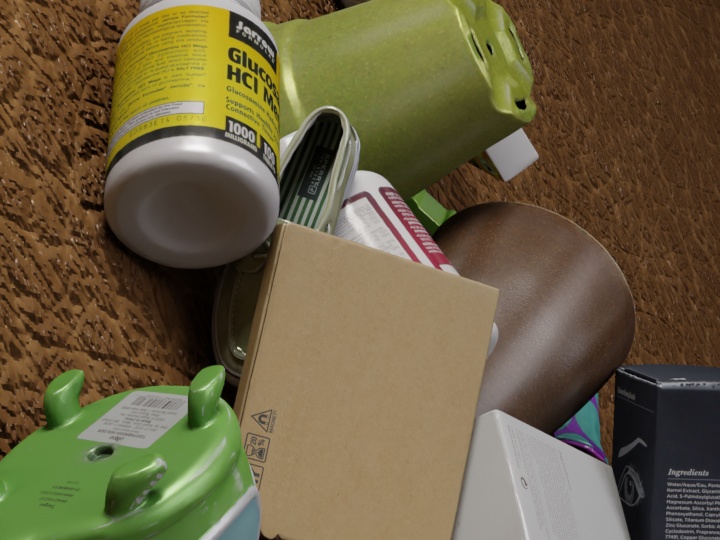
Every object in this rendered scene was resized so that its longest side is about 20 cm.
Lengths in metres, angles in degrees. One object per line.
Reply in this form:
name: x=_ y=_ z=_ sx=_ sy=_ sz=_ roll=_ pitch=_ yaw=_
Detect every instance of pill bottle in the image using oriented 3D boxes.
pill bottle: x=0.000 y=0.000 z=1.318 sx=0.200 sy=0.110 sz=0.110 roll=54 pitch=20 yaw=18
pill bottle: x=-0.109 y=-0.109 z=1.231 sx=0.112 sy=0.112 sz=0.200 roll=44 pitch=32 yaw=-41

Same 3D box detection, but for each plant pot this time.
plant pot: x=0.095 y=0.076 z=1.441 sx=0.187 sy=0.187 sz=0.200 roll=58 pitch=39 yaw=-17
plant pot: x=0.031 y=-0.142 z=1.468 sx=0.200 sy=0.184 sz=0.200 roll=45 pitch=32 yaw=-39

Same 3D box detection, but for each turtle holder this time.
turtle holder: x=-0.122 y=0.142 z=0.945 sx=0.186 sy=0.141 sz=0.132 roll=-83 pitch=160 yaw=-64

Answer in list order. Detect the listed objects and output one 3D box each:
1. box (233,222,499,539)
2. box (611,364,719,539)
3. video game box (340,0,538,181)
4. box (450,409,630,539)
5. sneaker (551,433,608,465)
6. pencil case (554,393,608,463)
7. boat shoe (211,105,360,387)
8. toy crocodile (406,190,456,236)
box: x=0.000 y=0.086 z=1.199 sx=0.163 sy=0.021 sz=0.200 roll=17 pitch=75 yaw=-22
box: x=0.256 y=0.177 z=1.415 sx=0.148 sy=0.104 sz=0.200 roll=-146 pitch=-122 yaw=-85
video game box: x=0.060 y=-0.184 z=1.639 sx=0.200 sy=0.047 sz=0.182 roll=56 pitch=-4 yaw=-23
box: x=0.088 y=0.192 z=1.317 sx=0.200 sy=0.152 sz=0.106 roll=29 pitch=43 yaw=-54
sneaker: x=0.166 y=0.216 z=1.466 sx=0.076 sy=0.116 sz=0.200 roll=4 pitch=53 yaw=-53
pencil case: x=0.180 y=0.110 z=1.674 sx=0.092 sy=0.085 sz=0.200 roll=37 pitch=35 yaw=-26
boat shoe: x=-0.053 y=-0.019 z=1.239 sx=0.062 sy=0.072 sz=0.200 roll=75 pitch=31 yaw=-73
toy crocodile: x=0.094 y=0.011 z=1.612 sx=0.200 sy=0.062 sz=0.068 roll=60 pitch=24 yaw=-12
